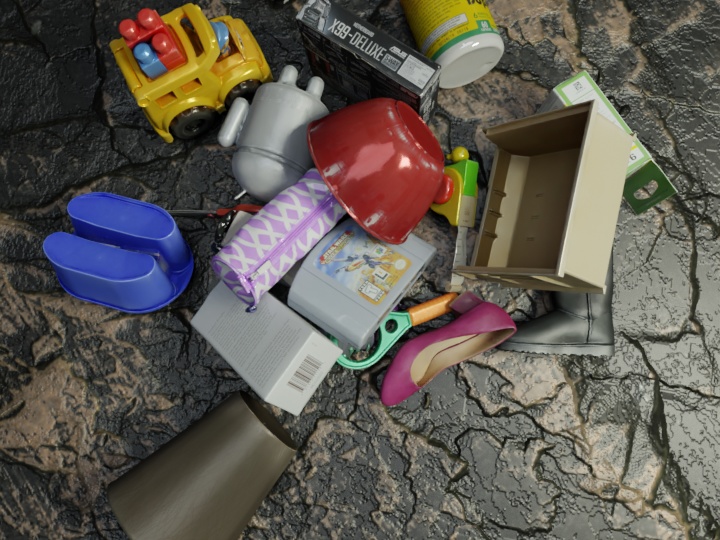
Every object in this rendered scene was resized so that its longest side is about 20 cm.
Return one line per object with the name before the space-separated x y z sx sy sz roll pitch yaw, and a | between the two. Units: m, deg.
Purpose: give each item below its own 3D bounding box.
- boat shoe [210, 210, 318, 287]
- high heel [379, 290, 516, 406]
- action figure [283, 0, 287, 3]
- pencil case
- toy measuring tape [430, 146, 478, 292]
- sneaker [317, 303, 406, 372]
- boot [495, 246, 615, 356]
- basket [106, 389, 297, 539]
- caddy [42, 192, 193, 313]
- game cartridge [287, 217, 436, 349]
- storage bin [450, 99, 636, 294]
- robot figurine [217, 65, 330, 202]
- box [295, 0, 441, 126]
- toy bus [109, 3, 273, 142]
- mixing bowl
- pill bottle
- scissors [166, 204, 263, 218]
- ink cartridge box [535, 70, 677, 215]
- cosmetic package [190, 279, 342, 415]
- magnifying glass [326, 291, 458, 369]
boat shoe | -0.118 -0.017 0.847 0.199 0.093 0.075 32 71 -20
high heel | 0.110 0.117 0.785 0.200 0.067 0.096 -50 38 0
action figure | -0.128 -0.492 0.919 0.200 0.069 0.130 39 78 5
pencil case | -0.099 -0.046 0.760 0.084 0.085 0.200 48 65 -15
toy measuring tape | 0.123 -0.073 0.842 0.073 0.074 0.202 6 93 5
sneaker | -0.023 0.103 0.817 0.087 0.074 0.201 37 84 3
boot | 0.264 0.013 0.813 0.163 0.066 0.202 2 84 -3
basket | -0.191 0.266 0.775 0.180 0.136 0.200 44 82 5
caddy | -0.337 -0.021 0.841 0.198 0.105 0.142 15 60 6
game cartridge | 0.000 0.000 0.795 0.133 0.042 0.200 34 53 11
storage bin | 0.220 -0.083 0.753 0.093 0.198 0.202 17 83 -31
robot figurine | -0.113 -0.181 0.844 0.168 0.113 0.202 18 83 -6
box | 0.014 -0.276 0.829 0.199 0.158 0.050 34 85 9
toy bus | -0.242 -0.300 0.833 0.199 0.192 0.137 -28 79 -2
mixing bowl | 0.038 -0.145 0.772 0.108 0.200 0.201 -34 80 26
pill bottle | 0.120 -0.379 0.860 0.112 0.113 0.202 -20 80 0
scissors | -0.205 -0.084 0.858 0.198 0.073 0.014 12 70 7
ink cartridge box | 0.322 -0.157 0.814 0.059 0.104 0.201 -32 81 -11
cosmetic package | -0.127 0.086 0.778 0.199 0.071 0.102 33 85 41
magnifying glass | 0.047 0.072 0.806 0.198 0.022 0.080 -19 102 -21
